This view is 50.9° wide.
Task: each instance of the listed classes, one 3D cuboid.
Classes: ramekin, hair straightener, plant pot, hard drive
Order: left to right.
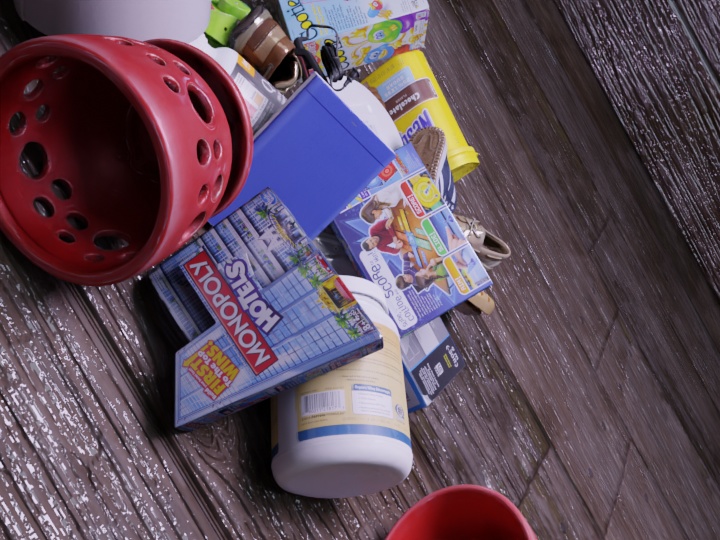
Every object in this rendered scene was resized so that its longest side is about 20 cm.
[{"bbox_3d":[-0.208,-0.107,0.677,0.202,0.199,0.183,58,24,-6],"label":"plant pot"},{"bbox_3d":[-0.074,-0.103,0.849,0.132,0.200,0.025,40,13,-29],"label":"hard drive"},{"bbox_3d":[-0.034,-0.235,0.953,0.041,0.076,0.202,50,19,-62],"label":"hair straightener"},{"bbox_3d":[-0.024,-0.170,1.051,0.200,0.097,0.202,32,44,-37],"label":"ramekin"},{"bbox_3d":[0.136,0.363,0.820,0.177,0.199,0.202,47,35,-37],"label":"plant pot"}]

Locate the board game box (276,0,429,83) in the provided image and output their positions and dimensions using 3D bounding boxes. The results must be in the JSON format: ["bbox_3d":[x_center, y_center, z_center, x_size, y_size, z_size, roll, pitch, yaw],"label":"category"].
[{"bbox_3d":[-0.013,-0.366,1.097,0.103,0.198,0.106,90,-17,-74],"label":"board game box"}]

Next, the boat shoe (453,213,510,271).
[{"bbox_3d":[0.180,-0.062,1.277,0.199,0.065,0.073,32,43,-38],"label":"boat shoe"}]

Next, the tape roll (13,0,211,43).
[{"bbox_3d":[-0.244,-0.328,0.750,0.200,0.140,0.204,9,44,-9],"label":"tape roll"}]

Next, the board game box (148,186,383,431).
[{"bbox_3d":[-0.114,0.048,0.717,0.201,0.199,0.062,52,-8,14],"label":"board game box"}]

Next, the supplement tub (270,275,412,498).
[{"bbox_3d":[-0.024,0.123,0.799,0.144,0.144,0.202,26,48,-41],"label":"supplement tub"}]

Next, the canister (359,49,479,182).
[{"bbox_3d":[0.078,-0.220,1.181,0.086,0.148,0.202,-11,73,-56],"label":"canister"}]

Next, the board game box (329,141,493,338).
[{"bbox_3d":[0.051,-0.036,0.909,0.202,0.134,0.034,61,-11,8],"label":"board game box"}]

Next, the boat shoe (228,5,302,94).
[{"bbox_3d":[-0.113,-0.250,0.934,0.074,0.076,0.200,39,-3,0],"label":"boat shoe"}]

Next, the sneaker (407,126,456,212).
[{"bbox_3d":[0.080,-0.087,1.021,0.109,0.069,0.201,70,35,-49],"label":"sneaker"}]

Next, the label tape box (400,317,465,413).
[{"bbox_3d":[0.075,0.088,1.030,0.145,0.063,0.200,61,34,-1],"label":"label tape box"}]

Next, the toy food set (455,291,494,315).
[{"bbox_3d":[0.113,-0.013,1.103,0.198,0.049,0.200,44,12,-2],"label":"toy food set"}]

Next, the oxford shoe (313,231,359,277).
[{"bbox_3d":[0.000,0.000,0.958,0.198,0.075,0.058,12,64,-24],"label":"oxford shoe"}]

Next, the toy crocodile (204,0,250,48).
[{"bbox_3d":[-0.180,-0.319,0.930,0.061,0.068,0.201,19,28,-27],"label":"toy crocodile"}]

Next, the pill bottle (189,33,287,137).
[{"bbox_3d":[-0.150,-0.180,0.871,0.200,0.116,0.117,40,39,-29],"label":"pill bottle"}]
